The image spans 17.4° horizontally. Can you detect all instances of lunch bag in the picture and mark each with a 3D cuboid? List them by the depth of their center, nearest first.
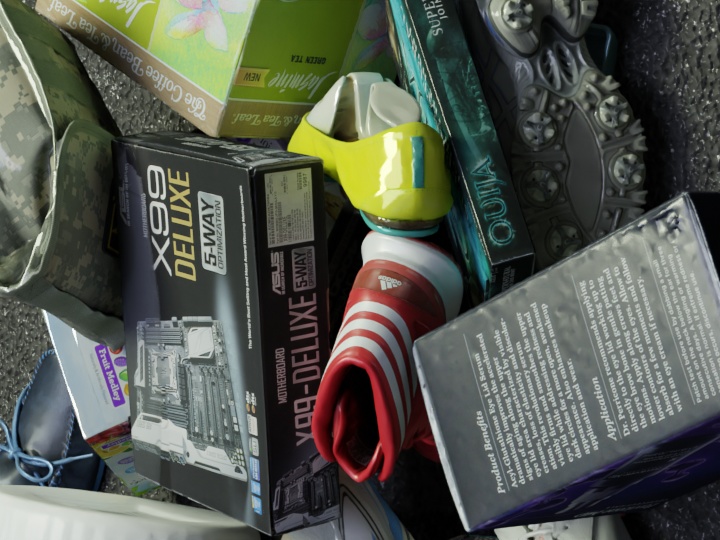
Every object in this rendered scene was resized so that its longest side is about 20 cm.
[{"bbox_3d":[-0.193,-0.056,1.377,0.117,0.164,0.201,-31,71,7],"label":"lunch bag"}]

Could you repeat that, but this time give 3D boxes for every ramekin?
[{"bbox_3d":[-0.154,0.193,1.456,0.200,0.199,0.099,5,87,47],"label":"ramekin"}]

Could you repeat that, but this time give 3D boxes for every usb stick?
[{"bbox_3d":[0.000,0.000,1.351,0.055,0.033,0.201,21,81,29],"label":"usb stick"}]

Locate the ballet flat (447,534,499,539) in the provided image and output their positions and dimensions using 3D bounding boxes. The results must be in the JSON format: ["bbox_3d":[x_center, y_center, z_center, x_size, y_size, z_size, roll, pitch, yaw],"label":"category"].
[{"bbox_3d":[0.077,0.246,1.302,0.075,0.068,0.202,-10,79,37],"label":"ballet flat"}]

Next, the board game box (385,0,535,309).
[{"bbox_3d":[0.051,-0.071,1.267,0.135,0.028,0.201,85,169,-69],"label":"board game box"}]

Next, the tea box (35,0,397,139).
[{"bbox_3d":[-0.068,-0.203,1.403,0.200,0.133,0.198,35,116,41],"label":"tea box"}]

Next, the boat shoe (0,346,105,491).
[{"bbox_3d":[-0.223,0.149,1.616,0.084,0.068,0.202,20,105,45],"label":"boat shoe"}]

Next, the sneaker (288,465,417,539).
[{"bbox_3d":[0.010,0.185,1.312,0.072,0.072,0.201,-53,49,55],"label":"sneaker"}]

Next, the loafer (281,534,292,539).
[{"bbox_3d":[0.004,0.230,1.369,0.068,0.075,0.202,-37,63,47],"label":"loafer"}]

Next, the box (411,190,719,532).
[{"bbox_3d":[0.149,0.046,1.161,0.200,0.147,0.105,-32,68,43],"label":"box"}]

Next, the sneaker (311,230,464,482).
[{"bbox_3d":[0.013,0.075,1.266,0.078,0.201,0.116,15,60,24],"label":"sneaker"}]

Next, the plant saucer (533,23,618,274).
[{"bbox_3d":[0.103,-0.039,1.304,0.070,0.019,0.202,17,101,46],"label":"plant saucer"}]

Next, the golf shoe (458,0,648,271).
[{"bbox_3d":[0.097,-0.084,1.264,0.097,0.078,0.202,149,113,-71],"label":"golf shoe"}]

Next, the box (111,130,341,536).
[{"bbox_3d":[-0.076,0.029,1.303,0.157,0.049,0.202,15,112,55],"label":"box"}]

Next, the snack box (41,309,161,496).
[{"bbox_3d":[-0.168,0.030,1.511,0.053,0.142,0.201,-21,69,2],"label":"snack box"}]

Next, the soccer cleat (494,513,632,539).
[{"bbox_3d":[0.111,0.153,1.252,0.200,0.077,0.070,51,124,34],"label":"soccer cleat"}]

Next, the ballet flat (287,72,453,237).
[{"bbox_3d":[0.007,-0.071,1.269,0.200,0.066,0.068,-136,44,-70],"label":"ballet flat"}]

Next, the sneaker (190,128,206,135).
[{"bbox_3d":[-0.097,0.005,1.476,0.070,0.075,0.202,-22,74,45],"label":"sneaker"}]

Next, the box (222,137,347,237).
[{"bbox_3d":[-0.018,-0.022,1.417,0.039,0.041,0.201,-54,53,30],"label":"box"}]
